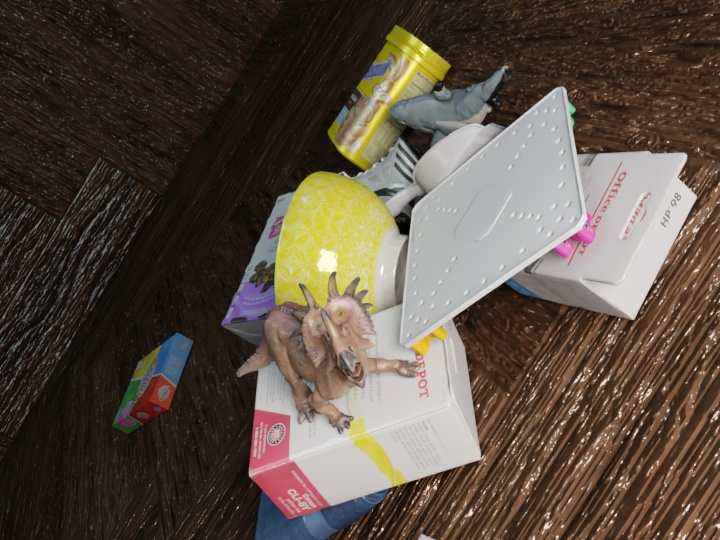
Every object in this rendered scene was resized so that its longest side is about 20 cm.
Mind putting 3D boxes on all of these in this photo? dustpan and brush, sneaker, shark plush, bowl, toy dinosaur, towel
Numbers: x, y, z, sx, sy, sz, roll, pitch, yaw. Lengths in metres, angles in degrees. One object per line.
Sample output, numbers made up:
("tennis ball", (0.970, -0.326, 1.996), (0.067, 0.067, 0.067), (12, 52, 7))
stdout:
("dustpan and brush", (0.089, -0.102, 0.871), (0.200, 0.138, 0.058), (-45, 65, 29))
("sneaker", (0.032, -0.121, 1.095), (0.199, 0.075, 0.117), (11, 70, 56))
("shark plush", (0.115, -0.206, 1.011), (0.092, 0.083, 0.199), (-62, 23, -10))
("bowl", (0.000, 0.000, 0.844), (0.105, 0.201, 0.203), (5, 57, 20))
("toy dinosaur", (-0.041, 0.059, 0.666), (0.197, 0.137, 0.086), (6, 50, 42))
("towel", (-0.036, 0.229, 0.831), (0.199, 0.048, 0.113), (-41, 27, 32))

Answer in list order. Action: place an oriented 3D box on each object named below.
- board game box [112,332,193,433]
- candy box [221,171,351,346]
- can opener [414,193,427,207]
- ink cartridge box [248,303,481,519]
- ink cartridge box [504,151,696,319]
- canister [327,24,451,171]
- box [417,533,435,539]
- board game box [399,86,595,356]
("board game box", (-0.418, 0.228, 1.601), (0.199, 0.040, 0.155), (-33, 34, 45))
("candy box", (-0.077, -0.009, 1.015), (0.166, 0.071, 0.203), (-13, 50, 54))
("can opener", (0.078, -0.057, 0.942), (0.066, 0.052, 0.203), (-34, 33, 36))
("ink cartridge box", (0.004, 0.125, 0.745), (0.197, 0.084, 0.147), (-21, 36, 15))
("ink cartridge box", (0.193, -0.031, 0.665), (0.117, 0.066, 0.199), (-60, 23, -6))
("canister", (0.038, -0.264, 1.235), (0.201, 0.086, 0.149), (-54, 23, 13))
("box", (0.054, 0.310, 0.499), (0.202, 0.096, 0.176), (-58, 26, 3))
("board game box", (0.116, -0.045, 0.709), (0.199, 0.026, 0.202), (-39, 27, 34))
